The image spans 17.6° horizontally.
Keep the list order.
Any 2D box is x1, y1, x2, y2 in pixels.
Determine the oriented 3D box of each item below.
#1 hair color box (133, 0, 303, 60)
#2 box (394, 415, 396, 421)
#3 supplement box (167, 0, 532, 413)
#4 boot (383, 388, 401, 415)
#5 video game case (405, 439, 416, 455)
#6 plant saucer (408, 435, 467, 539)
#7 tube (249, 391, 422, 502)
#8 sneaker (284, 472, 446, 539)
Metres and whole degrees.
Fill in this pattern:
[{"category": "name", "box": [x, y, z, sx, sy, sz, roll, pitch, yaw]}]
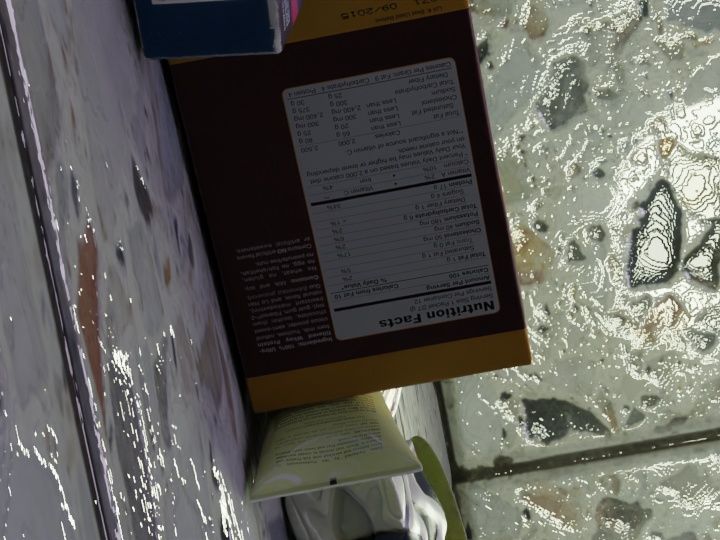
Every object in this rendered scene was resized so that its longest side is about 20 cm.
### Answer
[{"category": "hair color box", "box": [-0.049, -0.175, 0.982, 0.200, 0.060, 0.100, -74, 160, -59]}, {"category": "box", "box": [0.010, 0.154, 1.496, 0.156, 0.041, 0.200, -13, 94, -86]}, {"category": "supplement box", "box": [-0.006, -0.074, 1.105, 0.197, 0.133, 0.200, -94, 173, -63]}, {"category": "boot", "box": [0.000, 0.000, 1.318, 0.144, 0.072, 0.200, 16, 79, -83]}, {"category": "video game case", "box": [0.034, 0.222, 1.391, 0.143, 0.018, 0.200, -59, 135, -60]}, {"category": "plant saucer", "box": [0.045, 0.218, 1.648, 0.200, 0.031, 0.200, 169, -90, -79]}, {"category": "tube", "box": [-0.017, 0.070, 1.107, 0.052, 0.058, 0.200, 37, 8, -11]}, {"category": "sneaker", "box": [0.017, 0.173, 1.212, 0.130, 0.079, 0.199, -33, 103, -77]}]
